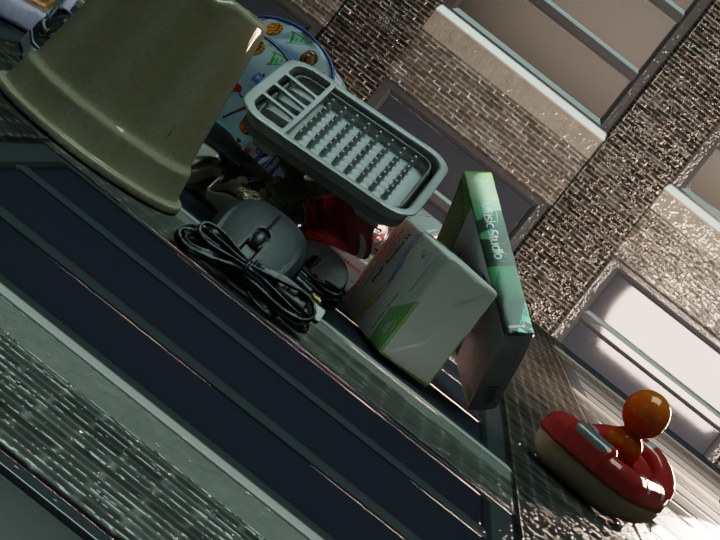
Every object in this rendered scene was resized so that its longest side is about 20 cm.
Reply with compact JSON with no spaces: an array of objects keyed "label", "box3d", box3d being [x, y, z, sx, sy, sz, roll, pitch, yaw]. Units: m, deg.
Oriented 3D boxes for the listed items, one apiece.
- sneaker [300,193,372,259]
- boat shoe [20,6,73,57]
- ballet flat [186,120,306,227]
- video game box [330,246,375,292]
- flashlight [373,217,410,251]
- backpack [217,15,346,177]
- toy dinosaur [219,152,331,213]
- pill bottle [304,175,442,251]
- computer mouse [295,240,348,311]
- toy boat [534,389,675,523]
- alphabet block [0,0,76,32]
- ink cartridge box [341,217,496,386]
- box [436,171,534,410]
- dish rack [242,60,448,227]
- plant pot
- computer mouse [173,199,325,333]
[{"label":"sneaker","box3d":[-0.053,-0.050,1.659,0.115,0.079,0.200,2,-4,-10]},{"label":"boat shoe","box3d":[-0.305,-0.233,1.662,0.072,0.068,0.200,36,6,-23]},{"label":"ballet flat","box3d":[-0.139,-0.097,1.624,0.200,0.073,0.073,41,6,30]},{"label":"video game box","box3d":[0.000,0.000,1.852,0.182,0.047,0.200,37,5,9]},{"label":"flashlight","box3d":[0.018,-0.057,1.860,0.068,0.068,0.200,36,6,14]},{"label":"backpack","box3d":[-0.116,-0.186,1.766,0.200,0.191,0.154,41,-12,18]},{"label":"toy dinosaur","box3d":[-0.077,-0.089,1.559,0.088,0.048,0.200,37,32,21]},{"label":"pill bottle","box3d":[0.015,-0.061,2.074,0.200,0.114,0.114,41,6,30]},{"label":"computer mouse","box3d":[-0.050,-0.006,1.578,0.110,0.044,0.200,37,5,6]},{"label":"toy boat","box3d":[0.280,0.184,1.696,0.130,0.131,0.200,41,7,28]},{"label":"alphabet block","box3d":[-0.413,-0.414,1.818,0.200,0.195,0.196,39,4,20]},{"label":"ink cartridge box","box3d":[0.049,0.022,1.604,0.067,0.117,0.200,36,4,-21]},{"label":"box","box3d":[0.121,0.020,1.626,0.036,0.144,0.200,-3,57,-16]},{"label":"dish rack","box3d":[-0.019,-0.119,1.575,0.200,0.044,0.172,34,28,2]},{"label":"plant pot","box3d":[-0.186,-0.182,1.416,0.200,0.184,0.200,38,5,-4]},{"label":"computer mouse","box3d":[-0.082,-0.020,1.380,0.138,0.053,0.200,36,10,-5]}]
